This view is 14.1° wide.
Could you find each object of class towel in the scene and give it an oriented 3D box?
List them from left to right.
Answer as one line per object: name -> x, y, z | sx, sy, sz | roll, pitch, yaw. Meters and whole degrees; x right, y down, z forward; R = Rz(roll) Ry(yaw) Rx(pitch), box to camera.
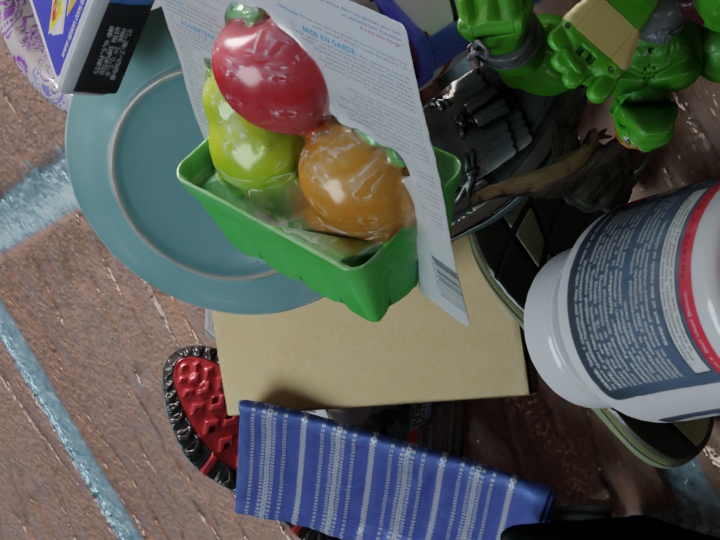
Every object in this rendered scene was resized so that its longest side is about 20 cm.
towel -> 0.018, 0.141, 1.776 | 0.199, 0.024, 0.145 | 16, 151, 5

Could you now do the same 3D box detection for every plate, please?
plate -> -0.077, -0.060, 1.678 | 0.199, 0.026, 0.201 | 5, 117, 10

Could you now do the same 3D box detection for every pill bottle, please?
pill bottle -> 0.172, 0.017, 1.512 | 0.200, 0.119, 0.120 | -16, 104, 60

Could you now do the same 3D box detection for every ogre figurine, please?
ogre figurine -> 0.143, -0.115, 1.397 | 0.120, 0.199, 0.099 | 130, 116, -81

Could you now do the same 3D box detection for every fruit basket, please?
fruit basket -> -0.023, -0.080, 1.429 | 0.185, 0.094, 0.201 | 27, 143, 35

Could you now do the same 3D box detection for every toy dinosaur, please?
toy dinosaur -> 0.119, -0.068, 1.512 | 0.047, 0.200, 0.089 | 27, 102, 23

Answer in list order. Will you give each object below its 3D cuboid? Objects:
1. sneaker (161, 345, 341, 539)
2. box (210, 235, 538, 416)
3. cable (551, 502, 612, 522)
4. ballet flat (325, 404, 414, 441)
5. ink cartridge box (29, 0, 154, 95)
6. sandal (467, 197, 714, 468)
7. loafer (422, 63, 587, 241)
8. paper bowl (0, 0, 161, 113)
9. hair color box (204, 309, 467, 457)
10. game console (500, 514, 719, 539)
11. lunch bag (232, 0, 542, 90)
sneaker -> -0.067, 0.130, 2.011 | 0.200, 0.079, 0.095 | 45, 171, -12
box -> 0.000, 0.000, 1.718 | 0.199, 0.021, 0.165 | -5, 99, 23
cable -> 0.077, 0.154, 1.845 | 0.200, 0.097, 0.051 | -27, 54, 56
ballet flat -> -0.001, 0.032, 1.774 | 0.074, 0.074, 0.201 | 19, 108, 49
ink cartridge box -> -0.148, -0.237, 1.628 | 0.198, 0.047, 0.201 | 116, 146, -41
sandal -> 0.121, 0.029, 1.650 | 0.202, 0.080, 0.057 | 57, 156, 1
loafer -> 0.042, -0.053, 1.607 | 0.200, 0.063, 0.072 | -43, 57, 26
paper bowl -> -0.124, -0.190, 1.745 | 0.200, 0.104, 0.202 | 5, 98, 40
hair color box -> -0.018, 0.047, 1.901 | 0.200, 0.064, 0.111 | 38, 145, 30
game console -> 0.198, 0.217, 1.680 | 0.199, 0.175, 0.117 | 12, 99, 52
lunch bag -> 0.025, -0.175, 1.505 | 0.200, 0.170, 0.124 | 26, 144, 46
